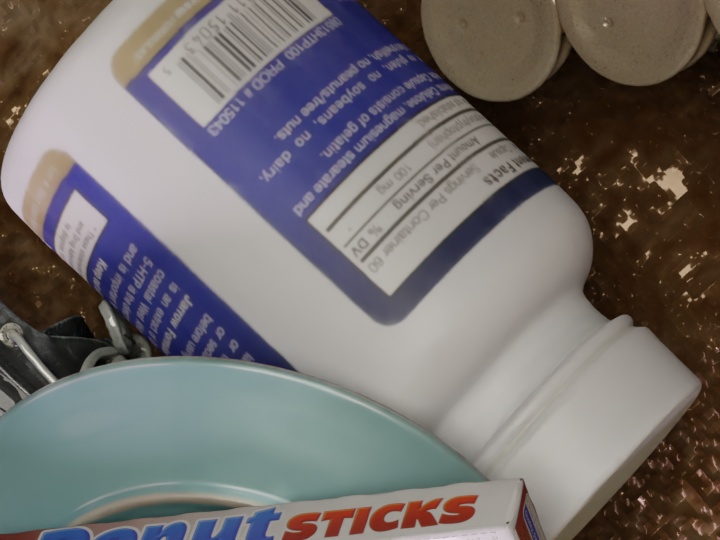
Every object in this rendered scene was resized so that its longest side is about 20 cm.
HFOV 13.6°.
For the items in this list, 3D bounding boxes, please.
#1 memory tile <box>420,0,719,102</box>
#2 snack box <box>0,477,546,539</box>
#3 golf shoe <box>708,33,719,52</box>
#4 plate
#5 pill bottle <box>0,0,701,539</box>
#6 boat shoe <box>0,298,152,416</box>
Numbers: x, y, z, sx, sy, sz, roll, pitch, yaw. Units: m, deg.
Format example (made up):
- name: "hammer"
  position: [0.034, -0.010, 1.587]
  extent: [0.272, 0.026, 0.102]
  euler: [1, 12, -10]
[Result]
- name: "memory tile"
  position: [0.092, -0.128, 0.846]
  extent: [0.199, 0.017, 0.154]
  euler: [-2, 105, 37]
- name: "snack box"
  position: [-0.038, 0.102, 0.855]
  extent: [0.199, 0.024, 0.072]
  euler: [-8, 125, 22]
- name: "golf shoe"
  position: [0.057, -0.138, 0.941]
  extent: [0.199, 0.075, 0.092]
  euler: [27, 86, 10]
- name: "plate"
  position: [-0.034, 0.111, 0.893]
  extent: [0.199, 0.026, 0.201]
  euler: [8, 127, 11]
- name: "pill bottle"
  position: [0.000, 0.000, 0.912]
  extent: [0.200, 0.120, 0.120]
  euler: [43, 93, 9]
- name: "boat shoe"
  position: [-0.095, 0.042, 0.949]
  extent: [0.199, 0.074, 0.068]
  euler: [36, 81, 7]
